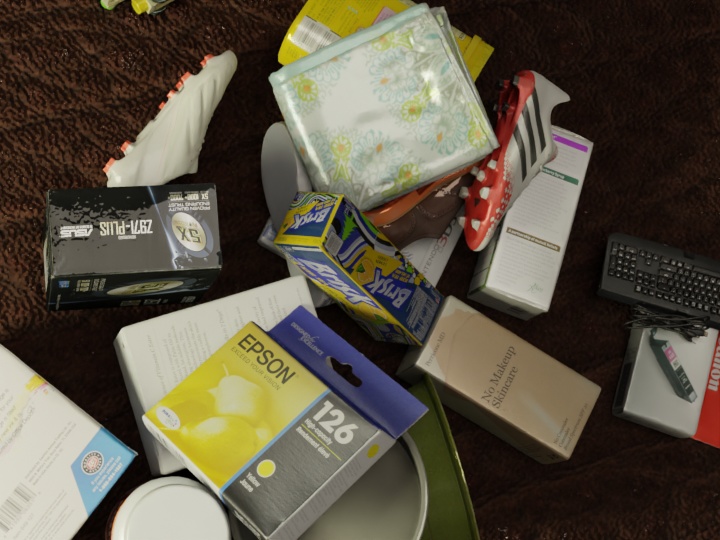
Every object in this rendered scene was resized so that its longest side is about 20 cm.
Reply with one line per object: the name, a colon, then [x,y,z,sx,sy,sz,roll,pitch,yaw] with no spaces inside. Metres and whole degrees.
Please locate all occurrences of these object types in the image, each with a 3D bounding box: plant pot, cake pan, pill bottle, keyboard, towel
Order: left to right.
pill bottle: [-0.187,0.259,1.433,0.113,0.200,0.116,2,80,-13]
cake pan: [-0.028,0.221,1.413,0.198,0.037,0.203,-4,73,13]
plant pot: [0.007,0.227,1.506,0.188,0.200,0.202,-15,84,-4]
towel: [0.025,-0.164,1.523,0.198,0.048,0.173,-24,86,1]
keyboard: [0.364,0.026,1.644,0.198,0.040,0.105,14,77,-9]

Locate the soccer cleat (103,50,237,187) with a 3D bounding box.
soccer cleat: [-0.190,-0.147,1.573,0.077,0.069,0.200,41,81,-9]

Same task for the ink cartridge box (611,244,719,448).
ink cartridge box: [0.392,0.094,1.681,0.172,0.044,0.202,18,77,-8]

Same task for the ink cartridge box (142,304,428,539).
ink cartridge box: [-0.072,0.136,1.397,0.200,0.047,0.197,-43,54,-15]

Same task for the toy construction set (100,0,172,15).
toy construction set: [-0.224,-0.353,1.589,0.199,0.092,0.132,-33,89,-5]

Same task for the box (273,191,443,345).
box: [0.000,0.000,1.510,0.200,0.070,0.065,45,61,-42]

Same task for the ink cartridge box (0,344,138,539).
ink cartridge box: [-0.344,0.178,1.438,0.200,0.145,0.148,40,74,-4]

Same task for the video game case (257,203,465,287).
video game case: [0.013,-0.062,1.627,0.199,0.022,0.184,29,75,-7]

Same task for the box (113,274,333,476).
box: [-0.137,0.109,1.518,0.198,0.106,0.154,-16,85,-16]

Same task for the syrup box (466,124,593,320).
syrup box: [0.189,-0.056,1.637,0.081,0.079,0.202,20,76,-9]

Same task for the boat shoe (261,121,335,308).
boat shoe: [-0.049,-0.062,1.572,0.069,0.071,0.202,-11,80,-40]

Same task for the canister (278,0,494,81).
canister: [0.027,-0.235,1.610,0.199,0.087,0.149,32,62,0]

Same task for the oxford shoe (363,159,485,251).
oxford shoe: [0.082,-0.080,1.613,0.199,0.071,0.074,-29,120,-22]

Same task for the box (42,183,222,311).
box: [-0.232,-0.020,1.469,0.162,0.200,0.087,-3,80,-15]

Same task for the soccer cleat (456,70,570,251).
soccer cleat: [0.166,-0.113,1.571,0.084,0.068,0.202,18,86,-22]

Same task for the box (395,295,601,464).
box: [0.148,0.120,1.598,0.199,0.078,0.096,30,73,-8]
